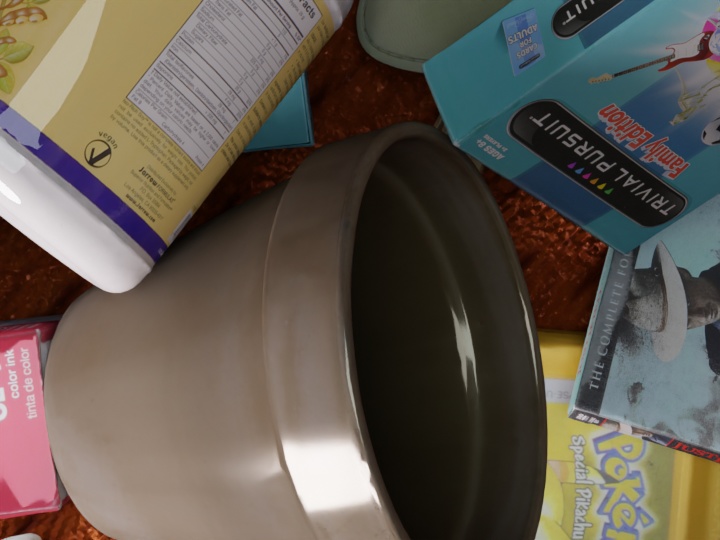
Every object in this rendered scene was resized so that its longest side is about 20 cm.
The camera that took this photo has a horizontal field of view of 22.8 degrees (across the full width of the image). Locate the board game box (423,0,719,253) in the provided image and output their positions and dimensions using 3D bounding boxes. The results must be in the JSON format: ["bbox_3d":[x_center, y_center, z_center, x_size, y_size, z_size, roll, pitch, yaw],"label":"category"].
[{"bbox_3d":[0.151,-0.098,0.763,0.200,0.151,0.047,-35,55,23],"label":"board game box"}]

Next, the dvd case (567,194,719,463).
[{"bbox_3d":[0.214,0.032,0.878,0.199,0.022,0.147,17,74,0],"label":"dvd case"}]

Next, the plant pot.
[{"bbox_3d":[-0.035,0.049,0.771,0.173,0.200,0.201,-9,93,26],"label":"plant pot"}]

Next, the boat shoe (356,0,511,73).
[{"bbox_3d":[0.093,-0.134,0.853,0.199,0.066,0.075,-16,75,32],"label":"boat shoe"}]

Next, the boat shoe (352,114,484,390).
[{"bbox_3d":[0.000,0.000,0.873,0.065,0.072,0.201,28,98,-3],"label":"boat shoe"}]

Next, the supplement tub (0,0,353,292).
[{"bbox_3d":[-0.092,-0.109,0.728,0.145,0.145,0.200,37,83,-2],"label":"supplement tub"}]

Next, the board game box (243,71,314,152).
[{"bbox_3d":[-0.129,-0.126,0.853,0.199,0.047,0.152,-6,114,-1],"label":"board game box"}]

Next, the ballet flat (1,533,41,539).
[{"bbox_3d":[-0.229,0.208,0.888,0.069,0.069,0.201,29,93,-2],"label":"ballet flat"}]

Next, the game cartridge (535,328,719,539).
[{"bbox_3d":[0.114,0.119,0.898,0.199,0.032,0.178,4,93,0],"label":"game cartridge"}]

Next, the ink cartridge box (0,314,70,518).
[{"bbox_3d":[-0.230,0.074,0.835,0.199,0.148,0.086,-5,93,-1],"label":"ink cartridge box"}]
